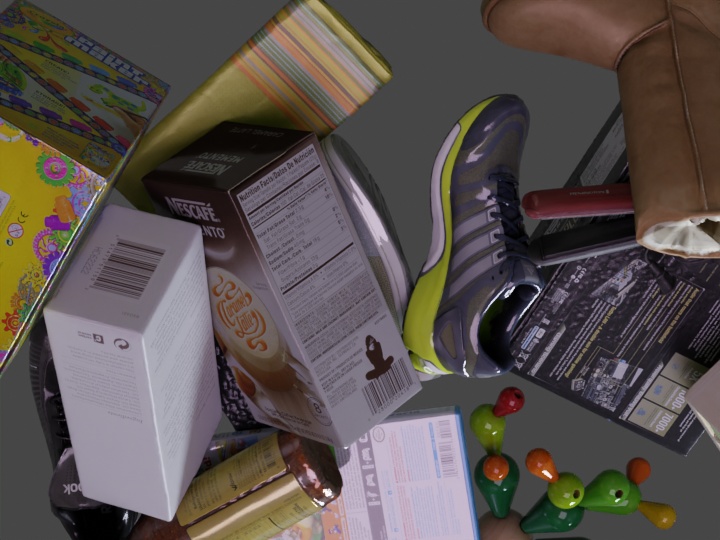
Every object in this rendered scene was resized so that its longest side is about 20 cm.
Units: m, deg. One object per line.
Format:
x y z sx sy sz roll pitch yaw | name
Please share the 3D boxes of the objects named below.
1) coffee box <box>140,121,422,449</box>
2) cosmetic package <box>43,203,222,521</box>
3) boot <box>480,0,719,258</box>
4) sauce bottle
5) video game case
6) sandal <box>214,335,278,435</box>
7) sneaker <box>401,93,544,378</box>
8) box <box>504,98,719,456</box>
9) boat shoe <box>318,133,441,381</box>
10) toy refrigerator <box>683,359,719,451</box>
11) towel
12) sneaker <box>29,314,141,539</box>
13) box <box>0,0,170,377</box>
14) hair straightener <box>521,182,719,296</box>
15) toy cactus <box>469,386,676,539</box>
-0.052 0.008 1.309 0.080 0.114 0.200 -36 115 -28 | coffee box
-0.147 0.064 1.306 0.071 0.102 0.200 13 139 14 | cosmetic package
0.172 -0.104 1.244 0.175 0.200 0.066 -5 148 0 | boot
-0.110 0.176 1.377 0.200 0.066 0.066 -28 115 12 | sauce bottle
-0.017 0.177 1.411 0.199 0.018 0.144 -7 104 7 | video game case
-0.070 0.087 1.425 0.075 0.048 0.201 -35 101 16 | sandal
0.091 -0.019 1.327 0.074 0.081 0.201 0 102 -48 | sneaker
0.208 0.002 1.365 0.163 0.086 0.200 25 113 -14 | box
0.000 0.000 1.365 0.065 0.074 0.202 -20 123 3 | boat shoe
0.291 0.124 1.373 0.070 0.076 0.200 -43 149 0 | toy refrigerator
-0.077 -0.101 1.342 0.200 0.018 0.086 -40 108 17 | towel
-0.196 0.127 1.410 0.066 0.091 0.201 -8 117 1 | sneaker
-0.235 -0.041 1.258 0.122 0.193 0.200 30 112 -5 | box
0.207 -0.025 1.286 0.199 0.041 0.077 -8 118 -3 | hair straightener
0.132 0.177 1.462 0.200 0.102 0.165 40 128 -22 | toy cactus
